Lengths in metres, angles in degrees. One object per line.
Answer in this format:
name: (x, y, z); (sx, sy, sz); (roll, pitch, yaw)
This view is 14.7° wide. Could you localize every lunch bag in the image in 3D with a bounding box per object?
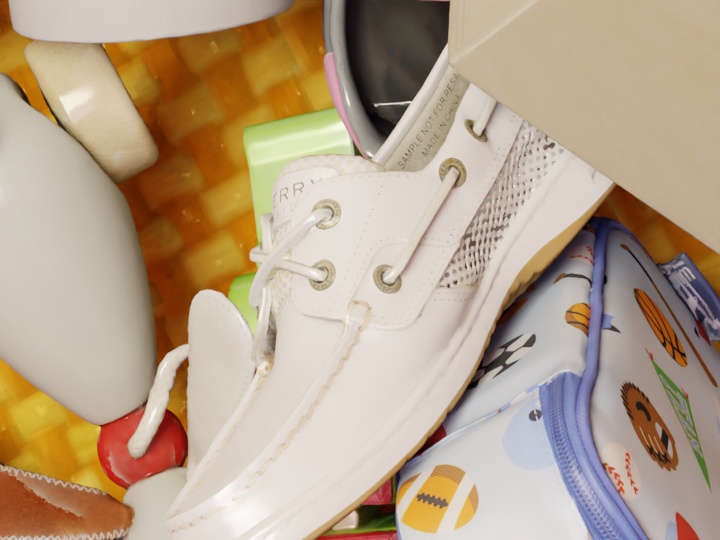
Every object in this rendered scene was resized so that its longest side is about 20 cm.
lunch bag: (0.083, 0.078, 0.769); (0.076, 0.200, 0.160); (-34, 101, 20)

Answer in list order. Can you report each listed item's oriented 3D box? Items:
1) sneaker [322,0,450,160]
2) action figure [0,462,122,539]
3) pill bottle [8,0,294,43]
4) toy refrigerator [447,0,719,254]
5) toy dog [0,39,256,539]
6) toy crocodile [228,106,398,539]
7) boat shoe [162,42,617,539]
sneaker: (0.024, -0.119, 0.793); (0.070, 0.082, 0.200); (2, 125, 3)
action figure: (-0.151, 0.032, 0.902); (0.200, 0.105, 0.194); (23, 106, -17)
pill bottle: (-0.066, -0.169, 0.773); (0.111, 0.111, 0.200); (-1, 105, 15)
toy refrigerator: (0.122, -0.048, 0.759); (0.200, 0.070, 0.076); (32, 131, -28)
toy dog: (-0.079, 0.016, 0.793); (0.200, 0.096, 0.132); (42, 90, 5)
toy crocodile: (-0.003, 0.050, 0.861); (0.067, 0.062, 0.200); (-7, 91, 15)
boat shoe: (0.000, 0.000, 0.739); (0.069, 0.200, 0.071); (48, 144, -14)
